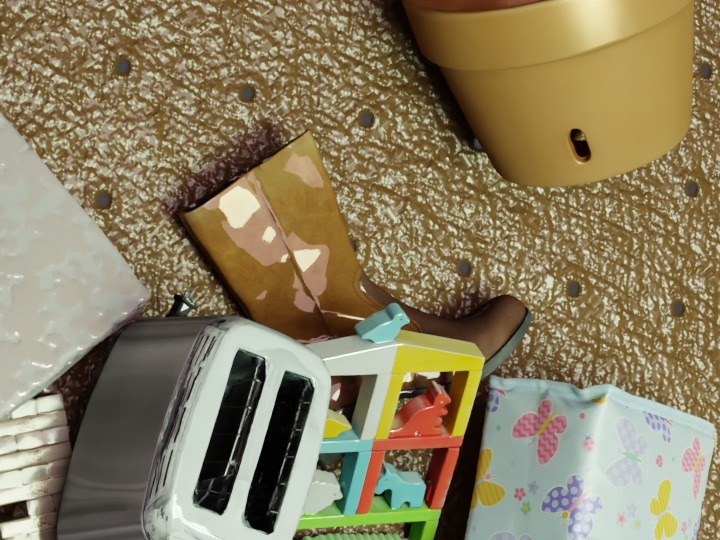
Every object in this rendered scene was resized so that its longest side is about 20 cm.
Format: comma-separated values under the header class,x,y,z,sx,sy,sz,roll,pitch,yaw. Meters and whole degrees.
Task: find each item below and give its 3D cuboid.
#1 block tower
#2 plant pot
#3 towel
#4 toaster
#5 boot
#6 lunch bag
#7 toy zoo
class,x,y,z,sx,sy,sz,roll,pitch,yaw
block tower,-0.207,0.139,1.368,0.054,0.058,0.201,-10,92,-24
plant pot,0.140,-0.147,1.479,0.200,0.200,0.140,-27,115,-23
towel,-0.252,0.001,1.324,0.191,0.032,0.200,49,54,3
toaster,-0.096,0.104,1.332,0.113,0.129,0.201,28,70,-30
boot,0.000,0.000,1.471,0.188,0.068,0.200,-28,97,-10
lunch bag,0.162,0.172,1.494,0.200,0.127,0.170,19,78,-48
toy zoo,0.004,0.110,1.424,0.131,0.020,0.200,0,122,-25
